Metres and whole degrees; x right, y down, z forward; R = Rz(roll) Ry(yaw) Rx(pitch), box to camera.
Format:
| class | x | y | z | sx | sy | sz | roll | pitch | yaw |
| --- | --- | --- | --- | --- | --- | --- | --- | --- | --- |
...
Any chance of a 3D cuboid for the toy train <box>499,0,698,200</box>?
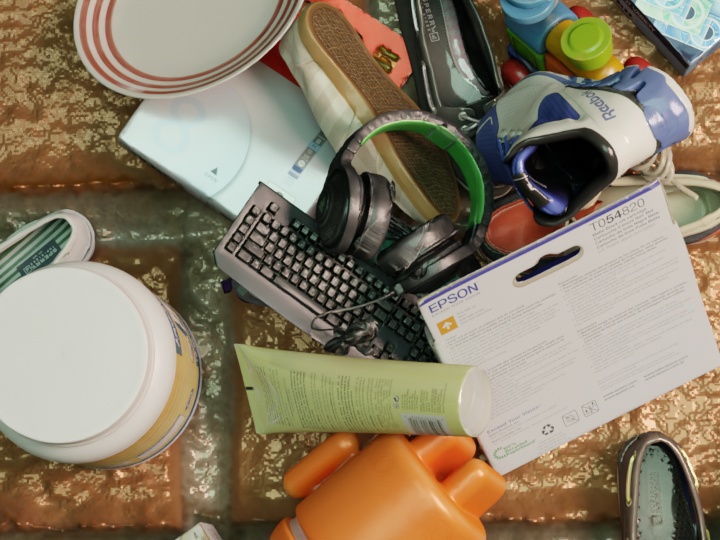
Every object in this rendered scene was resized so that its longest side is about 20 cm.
| class | x | y | z | sx | sy | sz | roll | pitch | yaw |
| --- | --- | --- | --- | --- | --- | --- | --- | --- | --- |
| toy train | 0.182 | -0.144 | 1.403 | 0.085 | 0.116 | 0.200 | -40 | 59 | -5 |

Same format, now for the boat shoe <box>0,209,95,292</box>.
| class | x | y | z | sx | sy | sz | roll | pitch | yaw |
| --- | --- | --- | --- | --- | --- | --- | --- | --- | --- |
| boat shoe | -0.294 | 0.021 | 1.459 | 0.074 | 0.067 | 0.200 | 43 | 87 | 8 |

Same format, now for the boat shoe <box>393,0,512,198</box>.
| class | x | y | z | sx | sy | sz | roll | pitch | yaw |
| --- | --- | --- | --- | --- | --- | --- | --- | --- | --- |
| boat shoe | 0.074 | -0.153 | 1.461 | 0.067 | 0.057 | 0.200 | -18 | 83 | -13 |

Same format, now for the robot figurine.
| class | x | y | z | sx | sy | sz | roll | pitch | yaw |
| --- | --- | --- | --- | --- | --- | --- | --- | --- | --- |
| robot figurine | 0.011 | 0.197 | 1.390 | 0.200 | 0.117 | 0.144 | -41 | 103 | 4 |

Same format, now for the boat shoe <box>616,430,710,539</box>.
| class | x | y | z | sx | sy | sz | roll | pitch | yaw |
| --- | --- | --- | --- | --- | --- | --- | --- | --- | --- |
| boat shoe | 0.230 | 0.220 | 1.404 | 0.072 | 0.060 | 0.200 | -6 | 82 | 2 |

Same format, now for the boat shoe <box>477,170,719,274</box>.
| class | x | y | z | sx | sy | sz | roll | pitch | yaw |
| --- | --- | --- | --- | --- | --- | --- | --- | --- | --- |
| boat shoe | 0.186 | -0.040 | 1.442 | 0.200 | 0.063 | 0.071 | -6 | 84 | 4 |

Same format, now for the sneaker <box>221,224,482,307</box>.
| class | x | y | z | sx | sy | sz | roll | pitch | yaw |
| --- | --- | --- | --- | --- | --- | --- | --- | --- | --- |
| sneaker | -0.005 | 0.004 | 1.451 | 0.200 | 0.088 | 0.075 | 7 | 77 | -20 |

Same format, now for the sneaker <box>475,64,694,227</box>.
| class | x | y | z | sx | sy | sz | roll | pitch | yaw |
| --- | --- | --- | --- | --- | --- | --- | --- | --- | --- |
| sneaker | 0.133 | -0.087 | 1.348 | 0.115 | 0.199 | 0.081 | -37 | 106 | -30 |

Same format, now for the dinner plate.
| class | x | y | z | sx | sy | sz | roll | pitch | yaw |
| --- | --- | --- | --- | --- | --- | --- | --- | --- | --- |
| dinner plate | -0.131 | -0.213 | 1.475 | 0.200 | 0.024 | 0.200 | -10 | 58 | 17 |

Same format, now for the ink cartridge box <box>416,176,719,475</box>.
| class | x | y | z | sx | sy | sz | roll | pitch | yaw |
| --- | --- | --- | --- | --- | --- | --- | --- | --- | --- |
| ink cartridge box | 0.152 | 0.037 | 1.380 | 0.199 | 0.200 | 0.041 | -26 | 40 | -1 |

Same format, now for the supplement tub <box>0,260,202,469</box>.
| class | x | y | z | sx | sy | sz | roll | pitch | yaw |
| --- | --- | --- | --- | --- | --- | --- | --- | --- | --- |
| supplement tub | -0.199 | 0.071 | 1.379 | 0.144 | 0.200 | 0.145 | 0 | 82 | 3 |

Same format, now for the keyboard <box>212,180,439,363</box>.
| class | x | y | z | sx | sy | sz | roll | pitch | yaw |
| --- | --- | --- | --- | --- | --- | --- | --- | --- | --- |
| keyboard | 0.000 | 0.000 | 1.395 | 0.200 | 0.021 | 0.127 | 36 | 70 | -12 |

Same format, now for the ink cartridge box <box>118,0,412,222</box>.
| class | x | y | z | sx | sy | sz | roll | pitch | yaw |
| --- | --- | --- | --- | --- | --- | --- | --- | --- | --- |
| ink cartridge box | -0.069 | -0.137 | 1.478 | 0.160 | 0.047 | 0.200 | 34 | 87 | 7 |

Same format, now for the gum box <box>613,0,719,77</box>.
| class | x | y | z | sx | sy | sz | roll | pitch | yaw |
| --- | --- | --- | --- | --- | --- | --- | --- | --- | --- |
| gum box | 0.276 | -0.281 | 1.479 | 0.200 | 0.045 | 0.170 | -41 | 82 | -3 |

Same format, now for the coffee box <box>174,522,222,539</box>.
| class | x | y | z | sx | sy | sz | roll | pitch | yaw |
| --- | --- | --- | --- | --- | --- | --- | --- | --- | --- |
| coffee box | -0.107 | 0.303 | 1.402 | 0.113 | 0.080 | 0.200 | -34 | 81 | -3 |

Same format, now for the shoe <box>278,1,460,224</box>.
| class | x | y | z | sx | sy | sz | roll | pitch | yaw |
| --- | --- | --- | --- | --- | --- | --- | --- | --- | --- |
| shoe | 0.007 | -0.113 | 1.443 | 0.053 | 0.070 | 0.200 | -34 | 89 | 38 |

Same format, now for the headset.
| class | x | y | z | sx | sy | sz | roll | pitch | yaw |
| --- | --- | --- | --- | --- | --- | --- | --- | --- | --- |
| headset | 0.026 | -0.027 | 1.349 | 0.123 | 0.094 | 0.200 | 32 | 69 | -12 |

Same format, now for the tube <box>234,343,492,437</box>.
| class | x | y | z | sx | sy | sz | roll | pitch | yaw |
| --- | --- | --- | --- | --- | --- | --- | --- | --- | --- |
| tube | -0.002 | 0.089 | 1.368 | 0.200 | 0.052 | 0.058 | 0 | 73 | 31 |
